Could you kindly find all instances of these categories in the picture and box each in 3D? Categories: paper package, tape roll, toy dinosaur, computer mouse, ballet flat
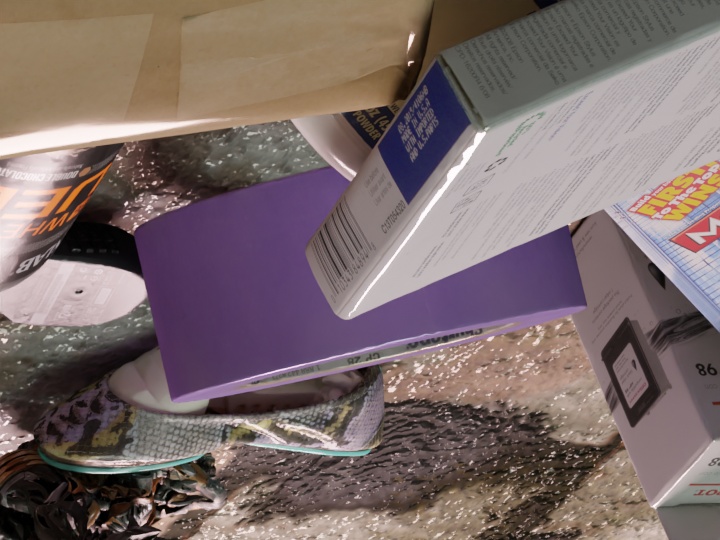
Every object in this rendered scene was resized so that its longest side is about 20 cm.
[{"bbox_3d":[-0.096,-0.144,1.085,0.200,0.191,0.103,-10,145,-21],"label":"paper package"},{"bbox_3d":[0.000,0.000,1.392,0.200,0.085,0.200,-12,176,-1],"label":"tape roll"},{"bbox_3d":[-0.160,0.138,1.540,0.200,0.136,0.102,-24,138,-14],"label":"toy dinosaur"},{"bbox_3d":[-0.190,-0.008,1.407,0.200,0.034,0.059,7,141,-28],"label":"computer mouse"},{"bbox_3d":[-0.075,0.062,1.557,0.200,0.072,0.072,-1,144,-29],"label":"ballet flat"}]

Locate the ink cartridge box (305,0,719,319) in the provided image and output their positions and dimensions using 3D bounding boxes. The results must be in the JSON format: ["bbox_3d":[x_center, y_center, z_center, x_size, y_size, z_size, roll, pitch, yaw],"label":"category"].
[{"bbox_3d":[0.091,-0.064,1.169,0.200,0.043,0.196,-24,167,-24],"label":"ink cartridge box"}]

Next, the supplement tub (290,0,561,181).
[{"bbox_3d":[0.056,-0.137,1.230,0.200,0.145,0.145,-31,147,18],"label":"supplement tub"}]

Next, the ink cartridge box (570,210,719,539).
[{"bbox_3d":[0.193,0.059,1.562,0.116,0.200,0.067,1,142,-32],"label":"ink cartridge box"}]

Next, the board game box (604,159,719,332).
[{"bbox_3d":[0.186,-0.066,1.391,0.200,0.062,0.200,-36,148,25],"label":"board game box"}]

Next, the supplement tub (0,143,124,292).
[{"bbox_3d":[-0.157,-0.071,1.230,0.122,0.123,0.200,2,143,-33],"label":"supplement tub"}]
